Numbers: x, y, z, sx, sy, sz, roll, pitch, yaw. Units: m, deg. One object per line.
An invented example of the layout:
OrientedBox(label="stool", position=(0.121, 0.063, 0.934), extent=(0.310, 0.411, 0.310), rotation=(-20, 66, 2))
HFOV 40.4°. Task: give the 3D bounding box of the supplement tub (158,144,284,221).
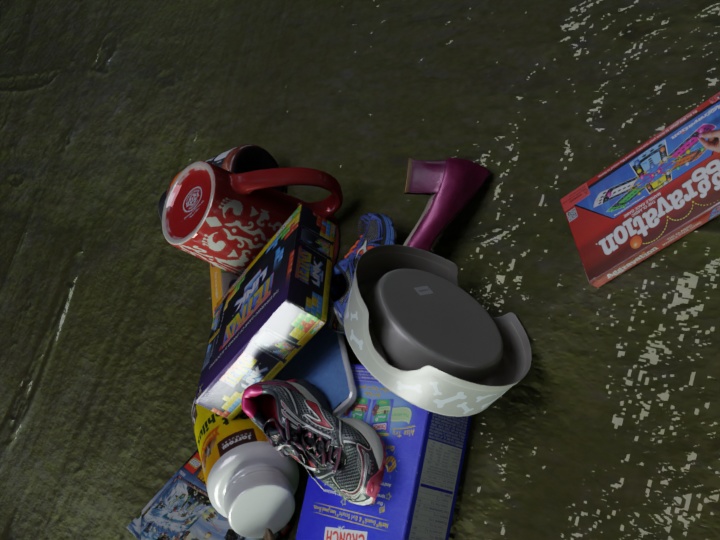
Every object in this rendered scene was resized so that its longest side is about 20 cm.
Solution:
OrientedBox(label="supplement tub", position=(-0.208, -0.107, 1.407), extent=(0.198, 0.106, 0.109), rotation=(-14, 63, 42))

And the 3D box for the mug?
OrientedBox(label="mug", position=(-0.131, -0.071, 1.236), extent=(0.133, 0.198, 0.179), rotation=(36, 100, 49))

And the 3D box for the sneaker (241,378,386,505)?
OrientedBox(label="sneaker", position=(-0.050, 0.178, 1.010), extent=(0.199, 0.074, 0.082), rotation=(28, 102, 44))

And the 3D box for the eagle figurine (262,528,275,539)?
OrientedBox(label="eagle figurine", position=(-0.119, 0.392, 1.066), extent=(0.150, 0.151, 0.203), rotation=(27, 106, 32))

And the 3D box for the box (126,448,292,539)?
OrientedBox(label="box", position=(-0.190, 0.317, 1.209), extent=(0.137, 0.040, 0.199), rotation=(-47, 37, -17))

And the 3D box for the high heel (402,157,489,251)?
OrientedBox(label="high heel", position=(0.090, -0.025, 1.105), extent=(0.067, 0.094, 0.204), rotation=(-169, 85, -89))

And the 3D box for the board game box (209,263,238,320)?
OrientedBox(label="board game box", position=(-0.156, 0.030, 1.298), extent=(0.030, 0.095, 0.203), rotation=(-29, 54, 34))

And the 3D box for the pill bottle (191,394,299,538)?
OrientedBox(label="pill bottle", position=(-0.136, 0.217, 1.157), extent=(0.110, 0.108, 0.201), rotation=(-54, 31, 15))

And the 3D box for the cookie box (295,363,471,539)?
OrientedBox(label="cookie box", position=(0.024, 0.209, 1.037), extent=(0.170, 0.075, 0.203), rotation=(-2, 71, 49))

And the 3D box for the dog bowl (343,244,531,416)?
OrientedBox(label="dog bowl", position=(0.071, 0.061, 0.972), extent=(0.059, 0.198, 0.201), rotation=(-59, 40, 29))

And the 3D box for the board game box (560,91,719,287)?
OrientedBox(label="board game box", position=(0.286, -0.077, 0.926), extent=(0.199, 0.019, 0.104), rotation=(-36, 51, 31))

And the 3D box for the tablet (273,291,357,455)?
OrientedBox(label="tablet", position=(-0.061, 0.098, 1.126), extent=(0.130, 0.014, 0.202), rotation=(-44, 42, 31))

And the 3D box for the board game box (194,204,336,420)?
OrientedBox(label="board game box", position=(-0.109, 0.048, 1.124), extent=(0.200, 0.056, 0.167), rotation=(-47, 23, 33))

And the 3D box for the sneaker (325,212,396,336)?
OrientedBox(label="sneaker", position=(0.000, 0.000, 1.110), extent=(0.201, 0.077, 0.076), rotation=(-87, 4, -52))
